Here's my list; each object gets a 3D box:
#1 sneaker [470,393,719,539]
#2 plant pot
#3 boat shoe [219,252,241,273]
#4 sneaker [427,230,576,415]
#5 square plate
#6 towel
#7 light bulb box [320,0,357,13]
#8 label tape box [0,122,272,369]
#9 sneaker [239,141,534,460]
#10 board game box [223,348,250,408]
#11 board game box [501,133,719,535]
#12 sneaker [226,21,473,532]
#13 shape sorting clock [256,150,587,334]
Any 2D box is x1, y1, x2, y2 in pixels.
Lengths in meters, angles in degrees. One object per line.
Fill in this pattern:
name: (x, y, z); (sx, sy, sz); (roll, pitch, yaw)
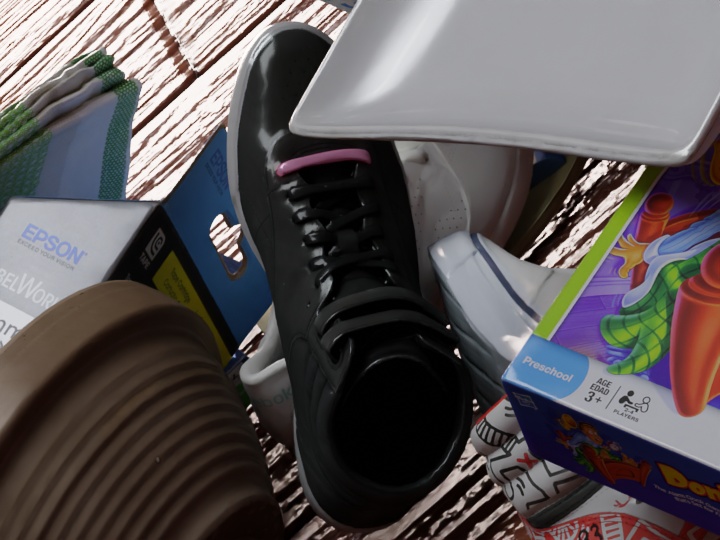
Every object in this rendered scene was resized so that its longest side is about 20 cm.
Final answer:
sneaker: (0.129, 0.026, 0.897); (0.201, 0.108, 0.067); (-40, -10, 13)
plant pot: (-0.094, 0.113, 1.089); (0.093, 0.201, 0.201); (27, 67, 22)
boat shoe: (-0.116, 0.012, 1.375); (0.200, 0.072, 0.072); (16, 84, 56)
sneaker: (0.080, 0.028, 1.053); (0.071, 0.073, 0.200); (-21, 23, -8)
square plate: (0.087, -0.116, 0.925); (0.198, 0.028, 0.200); (7, 62, 52)
towel: (-0.159, 0.014, 1.153); (0.031, 0.149, 0.200); (25, 44, 22)
light bulb box: (0.063, -0.176, 1.147); (0.200, 0.198, 0.125); (-6, 77, 35)
label tape box: (-0.118, 0.039, 1.161); (0.063, 0.144, 0.200); (26, 72, 21)
sneaker: (0.008, -0.021, 1.153); (0.075, 0.088, 0.200); (6, 65, 36)
board game box: (-0.159, 0.038, 1.286); (0.200, 0.034, 0.135); (37, 74, 30)
board game box: (0.161, 0.026, 0.822); (0.200, 0.045, 0.134); (22, 64, 31)
sneaker: (0.000, 0.000, 1.060); (0.071, 0.200, 0.099); (-10, -1, -14)
shape sorting clock: (0.027, -0.042, 1.261); (0.200, 0.039, 0.200); (-26, 37, 22)
